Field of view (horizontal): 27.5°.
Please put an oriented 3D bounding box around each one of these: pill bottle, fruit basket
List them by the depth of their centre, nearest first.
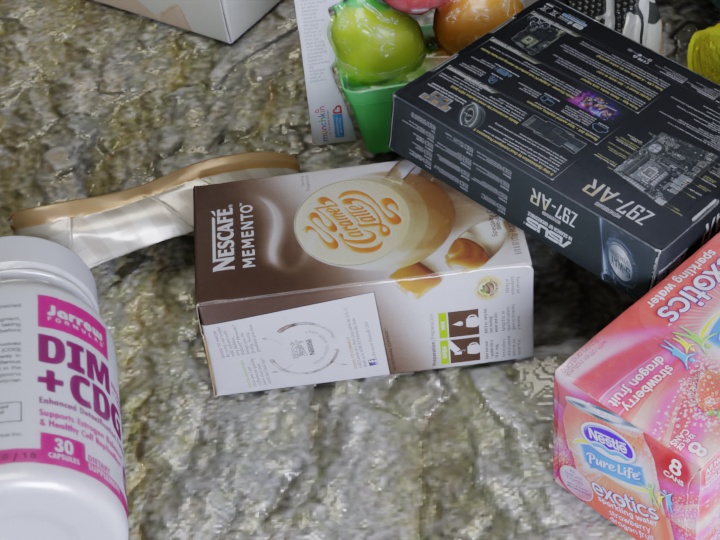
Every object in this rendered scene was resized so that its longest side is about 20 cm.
[{"bbox_3d":[-0.192,0.080,0.829,0.113,0.114,0.201,-11,43,-4],"label":"pill bottle"},{"bbox_3d":[0.045,-0.188,1.023,0.184,0.201,0.094,-9,28,-1],"label":"fruit basket"}]

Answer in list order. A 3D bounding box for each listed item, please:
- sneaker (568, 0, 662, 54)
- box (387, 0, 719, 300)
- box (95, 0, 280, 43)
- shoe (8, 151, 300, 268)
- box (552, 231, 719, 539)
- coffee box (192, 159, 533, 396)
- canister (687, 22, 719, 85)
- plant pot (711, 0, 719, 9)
[{"bbox_3d":[0.182,-0.125,1.030,0.073,0.080,0.201,-4,58,32],"label":"sneaker"},{"bbox_3d":[0.142,-0.082,0.902,0.200,0.044,0.160,33,51,27],"label":"box"},{"bbox_3d":[-0.164,-0.265,1.218,0.199,0.078,0.095,23,50,28],"label":"box"},{"bbox_3d":[-0.133,-0.035,0.995,0.199,0.070,0.054,-15,86,-14],"label":"shoe"},{"bbox_3d":[0.207,0.057,0.814,0.200,0.095,0.102,-35,50,-27],"label":"box"},{"bbox_3d":[0.000,0.000,0.913,0.199,0.080,0.115,-8,43,-1],"label":"coffee box"},{"bbox_3d":[0.341,-0.146,0.987,0.199,0.087,0.149,-16,10,-9],"label":"canister"},{"bbox_3d":[0.318,-0.270,1.096,0.199,0.202,0.134,-15,17,-8],"label":"plant pot"}]
